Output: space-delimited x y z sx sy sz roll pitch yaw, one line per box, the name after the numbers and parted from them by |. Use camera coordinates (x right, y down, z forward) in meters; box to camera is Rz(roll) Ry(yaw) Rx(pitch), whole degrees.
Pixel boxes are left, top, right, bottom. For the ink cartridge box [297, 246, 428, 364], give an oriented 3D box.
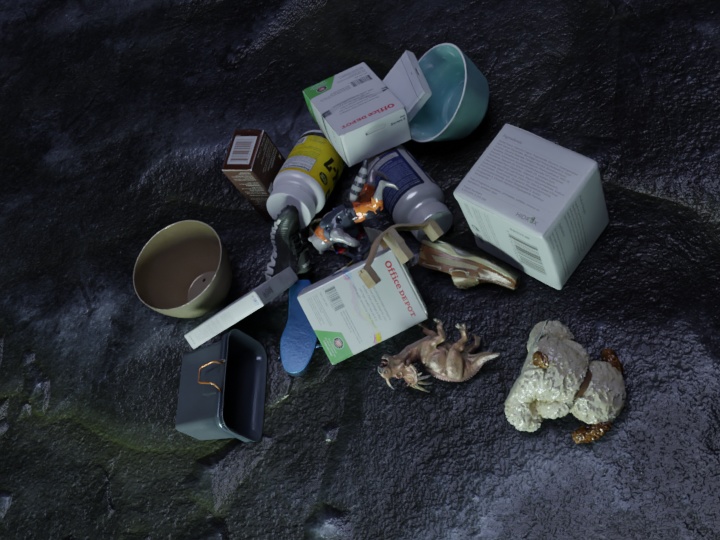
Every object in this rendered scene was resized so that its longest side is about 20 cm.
0.007 0.060 1.626 0.200 0.088 0.146 -27 95 9 | ink cartridge box

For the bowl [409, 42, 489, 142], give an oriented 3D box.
0.182 -0.341 1.773 0.201 0.105 0.201 -24 60 49 | bowl

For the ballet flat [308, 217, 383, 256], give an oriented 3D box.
-0.021 -0.063 1.756 0.200 0.064 0.076 10 68 26 | ballet flat

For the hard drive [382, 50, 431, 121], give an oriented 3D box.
0.062 -0.337 1.826 0.200 0.027 0.132 -49 45 36 | hard drive

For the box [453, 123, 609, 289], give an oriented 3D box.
0.307 -0.113 1.565 0.200 0.199 0.171 32 78 33 | box

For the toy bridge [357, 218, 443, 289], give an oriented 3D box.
0.066 -0.045 1.560 0.200 0.027 0.067 -37 89 -35 | toy bridge

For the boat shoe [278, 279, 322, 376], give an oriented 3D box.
-0.106 0.115 1.696 0.084 0.069 0.200 4 59 10 | boat shoe

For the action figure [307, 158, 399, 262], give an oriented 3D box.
-0.026 -0.116 1.667 0.194 0.105 0.200 -47 32 6 | action figure

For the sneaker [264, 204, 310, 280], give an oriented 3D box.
-0.131 -0.039 1.734 0.090 0.200 0.066 31 43 17 | sneaker

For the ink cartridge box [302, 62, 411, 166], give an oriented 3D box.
-0.007 -0.312 1.758 0.146 0.084 0.200 -25 45 -7 | ink cartridge box

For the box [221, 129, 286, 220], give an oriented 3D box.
-0.199 -0.193 1.818 0.075 0.200 0.100 4 65 22 | box

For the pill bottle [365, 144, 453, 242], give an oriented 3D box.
0.094 -0.148 1.726 0.111 0.111 0.200 -36 55 1 | pill bottle

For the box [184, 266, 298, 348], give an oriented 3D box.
-0.227 0.071 1.693 0.200 0.144 0.036 -30 95 30 | box

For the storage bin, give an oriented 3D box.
-0.275 0.226 1.669 0.134 0.146 0.200 -16 58 26 | storage bin

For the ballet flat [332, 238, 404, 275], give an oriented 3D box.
0.000 0.000 1.689 0.200 0.063 0.069 -43 52 12 | ballet flat

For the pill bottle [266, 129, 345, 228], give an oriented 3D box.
-0.110 -0.184 1.796 0.114 0.114 0.200 4 46 24 | pill bottle

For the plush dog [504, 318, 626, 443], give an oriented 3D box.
0.349 0.181 1.438 0.171 0.160 0.200 23 73 3 | plush dog

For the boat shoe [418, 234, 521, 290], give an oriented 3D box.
0.198 -0.004 1.636 0.200 0.076 0.074 25 103 22 | boat shoe

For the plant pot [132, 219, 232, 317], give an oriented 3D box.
-0.341 0.017 1.802 0.200 0.134 0.201 -10 59 17 | plant pot

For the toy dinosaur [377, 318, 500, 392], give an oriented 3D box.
0.142 0.162 1.560 0.200 0.086 0.136 12 75 14 | toy dinosaur
